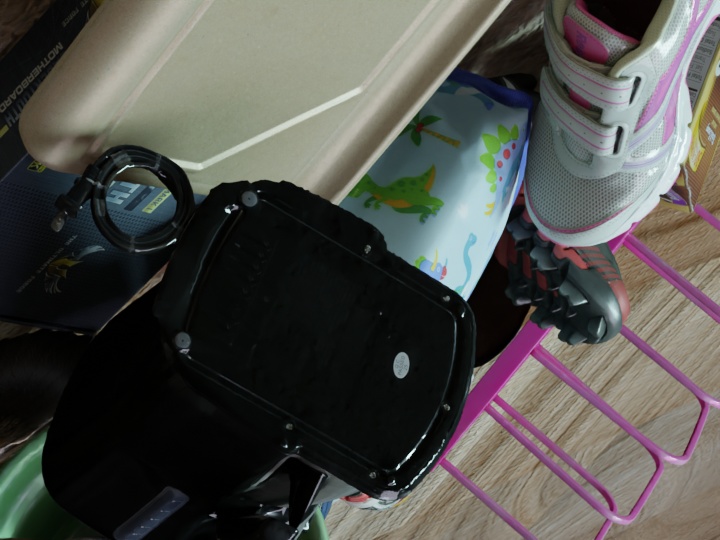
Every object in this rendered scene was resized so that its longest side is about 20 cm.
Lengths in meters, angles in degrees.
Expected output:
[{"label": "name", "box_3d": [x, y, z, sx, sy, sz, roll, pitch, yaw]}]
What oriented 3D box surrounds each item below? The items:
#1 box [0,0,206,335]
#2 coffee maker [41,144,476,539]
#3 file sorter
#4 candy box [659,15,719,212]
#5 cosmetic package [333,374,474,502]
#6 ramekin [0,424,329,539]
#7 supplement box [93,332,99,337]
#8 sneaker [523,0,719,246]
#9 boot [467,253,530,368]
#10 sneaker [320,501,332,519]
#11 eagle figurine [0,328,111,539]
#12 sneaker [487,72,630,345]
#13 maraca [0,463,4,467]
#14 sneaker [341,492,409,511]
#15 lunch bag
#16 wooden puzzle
[{"label": "box", "box_3d": [-0.118, -0.057, 1.187, 0.200, 0.051, 0.157, -43, 154, 19]}, {"label": "coffee maker", "box_3d": [-0.068, 0.041, 1.157, 0.135, 0.192, 0.200, -39, -179, -31]}, {"label": "file sorter", "box_3d": [0.155, 0.062, 1.531, 0.200, 0.125, 0.139, -52, 175, 23]}, {"label": "candy box", "box_3d": [0.192, -0.145, 1.417, 0.117, 0.056, 0.201, 55, 56, -72]}, {"label": "cosmetic package", "box_3d": [-0.035, 0.104, 1.707, 0.199, 0.085, 0.108, -25, 156, -35]}, {"label": "ramekin", "box_3d": [-0.105, 0.175, 1.325, 0.200, 0.200, 0.098, -36, 160, -4]}, {"label": "supplement box", "box_3d": [-0.131, 0.145, 1.513, 0.200, 0.102, 0.132, 108, -4, -62]}, {"label": "sneaker", "box_3d": [0.119, -0.102, 1.220, 0.088, 0.081, 0.201, -13, 127, -52]}, {"label": "boot", "box_3d": [0.114, -0.049, 1.561, 0.188, 0.068, 0.200, -49, 171, -28]}, {"label": "sneaker", "box_3d": [-0.055, 0.183, 1.569, 0.078, 0.075, 0.201, -44, 135, -62]}, {"label": "eagle figurine", "box_3d": [-0.213, 0.123, 1.241, 0.199, 0.151, 0.153, -9, 122, -32]}, {"label": "sneaker", "box_3d": [0.106, -0.043, 1.421, 0.097, 0.201, 0.071, -22, 141, -17]}, {"label": "maraca", "box_3d": [-0.235, 0.131, 1.376, 0.136, 0.107, 0.201, -20, 142, -27]}, {"label": "sneaker", "box_3d": [0.014, 0.051, 1.558, 0.082, 0.077, 0.201, 47, 53, -61]}, {"label": "lunch bag", "box_3d": [0.000, 0.000, 1.317, 0.170, 0.127, 0.200, -56, 163, -26]}, {"label": "wooden puzzle", "box_3d": [-0.034, -0.108, 1.113, 0.185, 0.037, 0.199, -49, 147, 21]}]
